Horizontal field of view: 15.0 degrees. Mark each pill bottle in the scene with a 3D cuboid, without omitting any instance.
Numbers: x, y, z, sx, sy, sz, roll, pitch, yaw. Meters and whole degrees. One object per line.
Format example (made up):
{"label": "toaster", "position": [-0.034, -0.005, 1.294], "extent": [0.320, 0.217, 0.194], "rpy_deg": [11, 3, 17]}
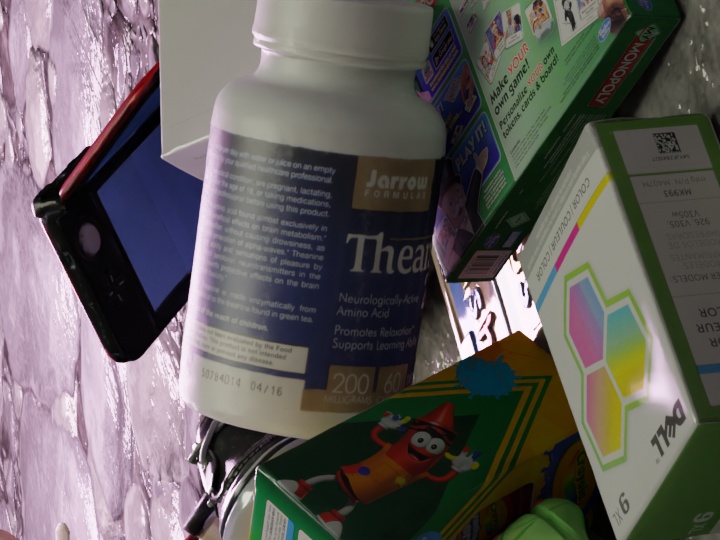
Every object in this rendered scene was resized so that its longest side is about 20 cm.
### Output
{"label": "pill bottle", "position": [-0.019, -0.029, 1.273], "extent": [0.111, 0.111, 0.201], "rpy_deg": [-150, 67, -67]}

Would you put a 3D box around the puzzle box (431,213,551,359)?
{"label": "puzzle box", "position": [0.063, -0.040, 1.350], "extent": [0.133, 0.025, 0.201], "rpy_deg": [116, 143, -56]}

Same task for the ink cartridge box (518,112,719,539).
{"label": "ink cartridge box", "position": [0.132, 0.046, 1.122], "extent": [0.104, 0.059, 0.201], "rpy_deg": [113, 146, -54]}

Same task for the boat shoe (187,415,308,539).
{"label": "boat shoe", "position": [-0.053, 0.098, 1.328], "extent": [0.071, 0.072, 0.200], "rpy_deg": [43, 176, 4]}

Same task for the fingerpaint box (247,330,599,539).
{"label": "fingerpaint box", "position": [0.026, 0.150, 1.282], "extent": [0.073, 0.167, 0.201], "rpy_deg": [39, 137, 32]}

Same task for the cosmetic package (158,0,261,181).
{"label": "cosmetic package", "position": [-0.042, -0.147, 1.419], "extent": [0.107, 0.085, 0.201], "rpy_deg": [-20, 60, 30]}

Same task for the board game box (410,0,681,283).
{"label": "board game box", "position": [0.070, -0.106, 1.252], "extent": [0.200, 0.029, 0.135], "rpy_deg": [-56, 42, 48]}

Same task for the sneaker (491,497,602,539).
{"label": "sneaker", "position": [0.092, 0.193, 1.257], "extent": [0.084, 0.077, 0.200], "rpy_deg": [41, 152, 33]}

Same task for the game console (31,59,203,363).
{"label": "game console", "position": [-0.097, -0.069, 1.639], "extent": [0.118, 0.200, 0.173], "rpy_deg": [-12, 114, 31]}

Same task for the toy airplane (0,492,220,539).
{"label": "toy airplane", "position": [-0.136, 0.251, 1.755], "extent": [0.141, 0.198, 0.201], "rpy_deg": [-49, 51, 52]}
